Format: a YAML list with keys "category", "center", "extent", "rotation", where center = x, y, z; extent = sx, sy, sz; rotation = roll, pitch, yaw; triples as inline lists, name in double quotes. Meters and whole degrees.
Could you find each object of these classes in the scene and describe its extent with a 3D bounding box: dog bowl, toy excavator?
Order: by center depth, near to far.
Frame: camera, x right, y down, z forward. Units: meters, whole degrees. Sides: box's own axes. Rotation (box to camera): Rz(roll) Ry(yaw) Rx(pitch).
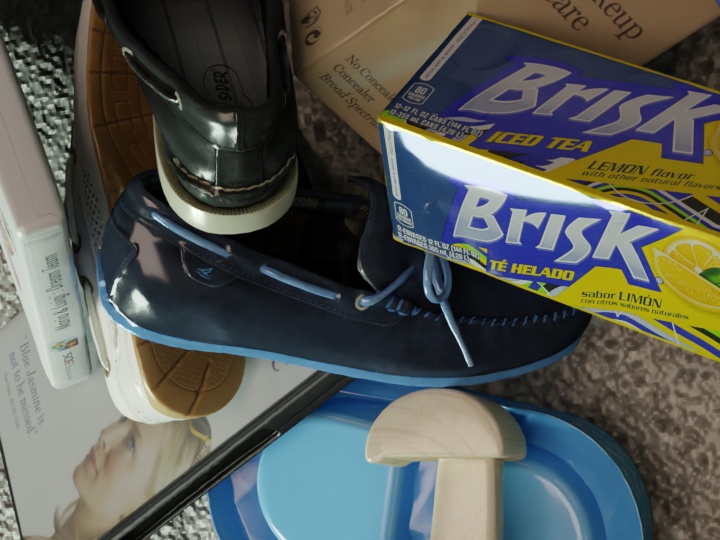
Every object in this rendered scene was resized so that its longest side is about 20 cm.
- category: "toy excavator"
  center: [0.003, 0.170, 0.828]
  extent: [0.200, 0.100, 0.195]
  rotation: [-28, 73, 14]
- category: "dog bowl"
  center: [0.032, 0.100, 0.882]
  extent: [0.199, 0.050, 0.112]
  rotation: [12, 101, 24]

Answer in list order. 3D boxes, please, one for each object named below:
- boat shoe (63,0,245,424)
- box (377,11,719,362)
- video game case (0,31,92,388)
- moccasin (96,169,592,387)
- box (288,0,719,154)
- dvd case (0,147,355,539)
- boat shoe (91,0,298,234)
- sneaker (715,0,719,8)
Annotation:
- category: "boat shoe"
  center: [-0.098, -0.034, 0.877]
  extent: [0.069, 0.071, 0.201]
  rotation: [-18, 74, 52]
- category: "box"
  center: [0.108, -0.022, 0.729]
  extent: [0.199, 0.070, 0.064]
  rotation: [21, 142, 26]
- category: "video game case"
  center: [-0.159, -0.068, 0.873]
  extent: [0.024, 0.182, 0.201]
  rotation: [-19, 71, -11]
- category: "moccasin"
  center: [0.000, 0.000, 0.805]
  extent: [0.199, 0.081, 0.068]
  rotation: [1, 130, -16]
- category: "box"
  center: [0.076, -0.125, 0.799]
  extent: [0.200, 0.095, 0.078]
  rotation: [-33, 38, 26]
- category: "dvd case"
  center: [-0.088, 0.037, 0.914]
  extent: [0.200, 0.018, 0.143]
  rotation: [-38, 51, 24]
- category: "boat shoe"
  center: [-0.067, -0.111, 0.794]
  extent: [0.074, 0.066, 0.200]
  rotation: [-6, 55, -9]
- category: "sneaker"
  center: [0.164, -0.050, 0.758]
  extent: [0.089, 0.079, 0.200]
  rotation: [-20, 116, 34]
